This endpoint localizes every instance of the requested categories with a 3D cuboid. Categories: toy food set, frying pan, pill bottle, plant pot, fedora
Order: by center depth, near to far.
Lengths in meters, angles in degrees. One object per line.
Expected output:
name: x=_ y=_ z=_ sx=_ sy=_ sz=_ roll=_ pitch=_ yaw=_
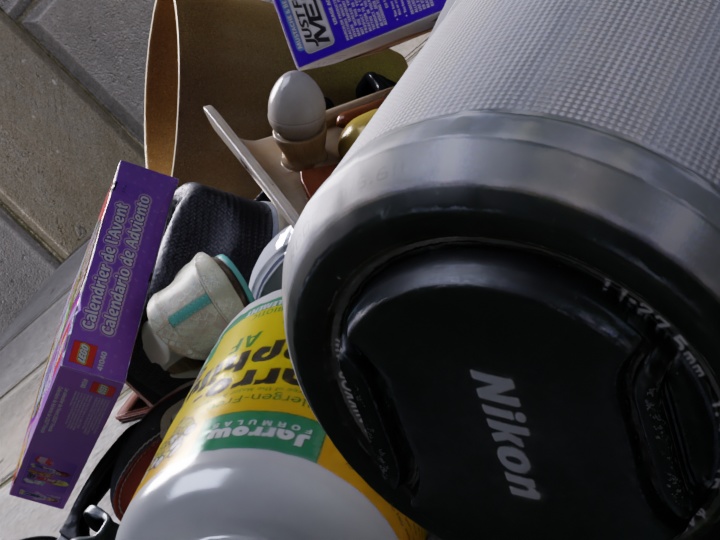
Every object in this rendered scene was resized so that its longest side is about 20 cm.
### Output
pill bottle: x=-0.030 y=0.096 z=0.587 sx=0.113 sy=0.113 sz=0.200 roll=-39 pitch=13 yaw=26
toy food set: x=0.031 y=-0.083 z=0.823 sx=0.199 sy=0.061 sz=0.144 roll=-22 pitch=38 yaw=-15
frying pan: x=-0.183 y=0.185 z=0.921 sx=0.190 sy=0.031 sz=0.115 roll=-39 pitch=-34 yaw=-20
fedora: x=-0.114 y=0.014 z=1.056 sx=0.201 sy=0.091 sz=0.201 roll=-46 pitch=30 yaw=37
plant pot: x=-0.065 y=-0.135 z=1.240 sx=0.186 sy=0.199 sz=0.188 roll=-179 pitch=90 yaw=-75

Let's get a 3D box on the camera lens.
camera lens: x=0.080 y=-0.017 z=0.475 sx=0.160 sy=0.160 sz=0.200 roll=-33 pitch=17 yaw=45

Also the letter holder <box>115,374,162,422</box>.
letter holder: x=-0.167 y=0.022 z=1.336 sx=0.200 sy=0.101 sz=0.142 roll=-51 pitch=11 yaw=-23

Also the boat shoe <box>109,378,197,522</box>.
boat shoe: x=-0.071 y=0.094 z=0.855 sx=0.200 sy=0.071 sz=0.063 roll=-35 pitch=18 yaw=24

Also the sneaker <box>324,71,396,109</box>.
sneaker: x=-0.023 y=-0.072 z=1.146 sx=0.200 sy=0.099 sz=0.069 roll=-52 pitch=12 yaw=-29

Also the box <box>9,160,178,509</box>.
box: x=-0.163 y=0.044 z=0.922 sx=0.200 sy=0.039 sz=0.138 roll=125 pitch=159 yaw=-55

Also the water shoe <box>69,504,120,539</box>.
water shoe: x=-0.176 y=0.193 z=0.842 sx=0.200 sy=0.079 sz=0.072 roll=-40 pitch=13 yaw=28

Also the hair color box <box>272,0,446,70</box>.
hair color box: x=0.059 y=-0.178 z=0.869 sx=0.199 sy=0.065 sz=0.109 roll=-16 pitch=6 yaw=31

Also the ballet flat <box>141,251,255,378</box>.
ballet flat: x=-0.100 y=0.031 z=0.892 sx=0.062 sy=0.068 sz=0.200 roll=-34 pitch=-8 yaw=-11

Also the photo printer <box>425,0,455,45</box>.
photo printer: x=0.111 y=-0.098 z=0.714 sx=0.165 sy=0.070 sz=0.200 roll=-7 pitch=26 yaw=16

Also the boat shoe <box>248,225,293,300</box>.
boat shoe: x=0.000 y=0.000 z=0.902 sx=0.200 sy=0.073 sz=0.067 roll=-36 pitch=50 yaw=44
